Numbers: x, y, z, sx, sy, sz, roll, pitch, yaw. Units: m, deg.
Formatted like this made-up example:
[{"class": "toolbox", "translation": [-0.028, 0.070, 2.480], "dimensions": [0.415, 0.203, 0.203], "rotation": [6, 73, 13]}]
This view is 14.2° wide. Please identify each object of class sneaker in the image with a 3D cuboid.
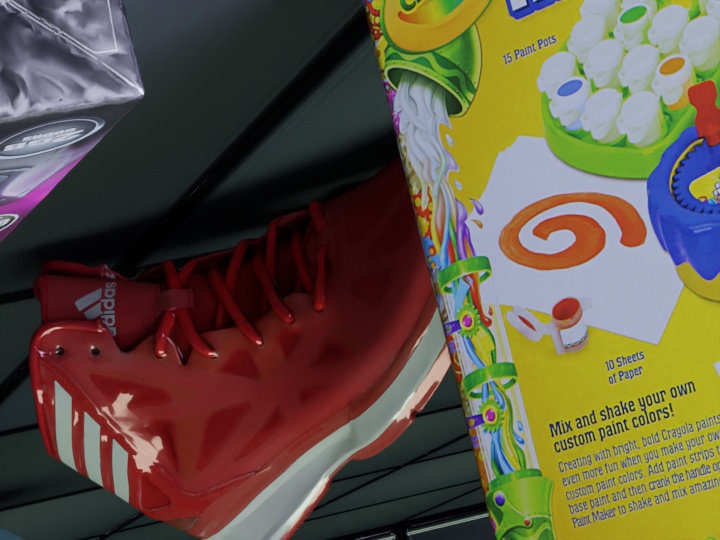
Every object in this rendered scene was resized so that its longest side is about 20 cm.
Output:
[{"class": "sneaker", "translation": [-0.042, 0.016, 0.939], "dimensions": [0.115, 0.079, 0.200], "rotation": [22, 126, -17]}]

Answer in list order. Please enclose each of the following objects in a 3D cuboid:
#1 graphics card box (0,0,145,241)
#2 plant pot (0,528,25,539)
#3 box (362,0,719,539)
[{"class": "graphics card box", "translation": [-0.132, -0.022, 0.612], "dimensions": [0.125, 0.051, 0.200], "rotation": [-11, 170, -23]}, {"class": "plant pot", "translation": [-0.256, 0.239, 1.716], "dimensions": [0.200, 0.201, 0.161], "rotation": [-5, 156, -49]}, {"class": "box", "translation": [0.126, -0.012, 0.626], "dimensions": [0.200, 0.194, 0.122], "rotation": [-21, 170, 42]}]
